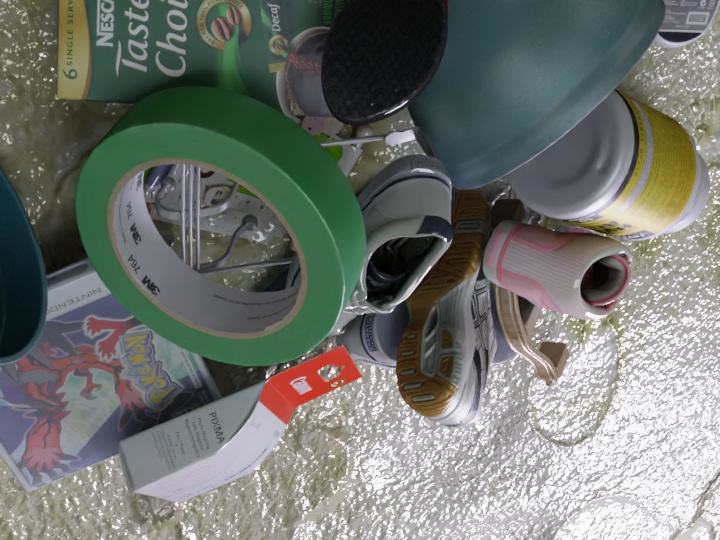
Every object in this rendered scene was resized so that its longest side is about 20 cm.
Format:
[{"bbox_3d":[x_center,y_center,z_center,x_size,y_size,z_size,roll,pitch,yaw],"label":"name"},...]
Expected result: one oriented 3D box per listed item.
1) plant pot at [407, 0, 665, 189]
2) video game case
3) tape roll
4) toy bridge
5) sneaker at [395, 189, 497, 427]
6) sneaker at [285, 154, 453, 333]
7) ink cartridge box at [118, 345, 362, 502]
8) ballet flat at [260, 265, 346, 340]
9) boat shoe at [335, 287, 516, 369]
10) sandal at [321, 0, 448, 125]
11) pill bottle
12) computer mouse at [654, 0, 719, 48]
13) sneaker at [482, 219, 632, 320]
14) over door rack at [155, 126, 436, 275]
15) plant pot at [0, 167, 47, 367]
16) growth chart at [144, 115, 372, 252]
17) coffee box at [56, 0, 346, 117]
[{"bbox_3d":[0.099,-0.177,0.969,0.200,0.201,0.134,-41,105,10],"label":"plant pot"},{"bbox_3d":[-0.220,0.079,1.062,0.180,0.023,0.201,-22,136,-4],"label":"video game case"},{"bbox_3d":[-0.096,-0.026,0.917,0.198,0.048,0.202,13,131,15],"label":"tape roll"},{"bbox_3d":[0.147,0.034,1.206,0.027,0.068,0.201,3,134,30],"label":"toy bridge"},{"bbox_3d":[0.078,0.034,1.131,0.075,0.202,0.088,-1,156,32],"label":"sneaker"},{"bbox_3d":[0.000,0.000,0.971,0.072,0.071,0.200,14,140,-22],"label":"sneaker"},{"bbox_3d":[-0.090,0.135,1.140,0.198,0.058,0.163,-19,165,1],"label":"ink cartridge box"},{"bbox_3d":[-0.021,0.010,1.121,0.200,0.073,0.073,-44,130,12],"label":"ballet flat"},{"bbox_3d":[0.063,0.051,1.195,0.198,0.075,0.065,6,168,-43],"label":"boat shoe"},{"bbox_3d":[0.027,-0.177,0.884,0.074,0.202,0.045,13,157,8],"label":"sandal"},{"bbox_3d":[0.210,-0.085,1.100,0.199,0.112,0.112,10,123,-52],"label":"pill bottle"},{"bbox_3d":[0.257,-0.274,1.046,0.108,0.044,0.202,-2,120,-27],"label":"computer mouse"},{"bbox_3d":[0.190,0.005,1.139,0.199,0.104,0.076,9,98,-58],"label":"sneaker"},{"bbox_3d":[-0.053,-0.058,1.006,0.197,0.067,0.149,1,143,-6],"label":"over door rack"},{"bbox_3d":[-0.347,0.009,0.910,0.187,0.201,0.200,-27,133,17],"label":"plant pot"},{"bbox_3d":[-0.096,-0.079,1.057,0.198,0.018,0.146,7,122,-30],"label":"growth chart"},{"bbox_3d":[-0.105,-0.170,0.909,0.197,0.044,0.125,5,106,-5],"label":"coffee box"}]
